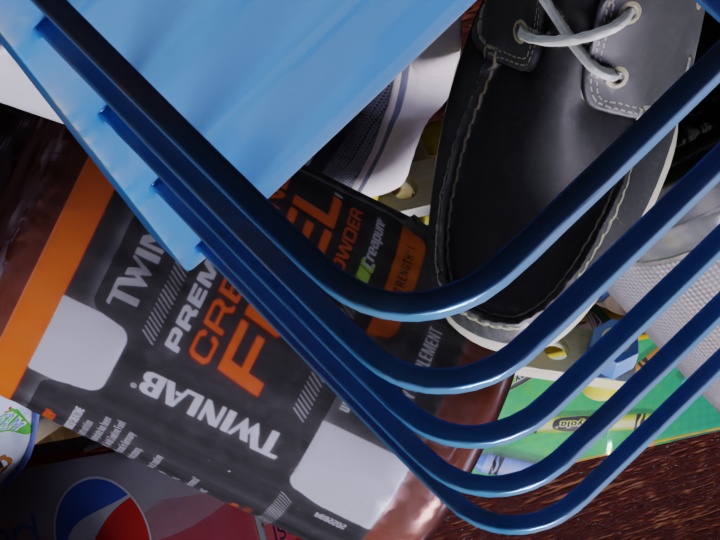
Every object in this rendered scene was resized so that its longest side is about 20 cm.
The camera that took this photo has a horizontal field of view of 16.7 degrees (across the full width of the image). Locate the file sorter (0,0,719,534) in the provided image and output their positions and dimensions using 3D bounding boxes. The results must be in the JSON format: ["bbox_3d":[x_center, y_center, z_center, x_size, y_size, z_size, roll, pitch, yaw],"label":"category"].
[{"bbox_3d":[0.025,-0.042,0.477,0.139,0.123,0.200,-43,163,-5],"label":"file sorter"}]

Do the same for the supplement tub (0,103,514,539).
[{"bbox_3d":[-0.056,0.007,0.756,0.199,0.107,0.107,25,152,-8],"label":"supplement tub"}]

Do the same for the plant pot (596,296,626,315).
[{"bbox_3d":[0.146,-0.036,1.023,0.200,0.093,0.201,-17,164,-5],"label":"plant pot"}]

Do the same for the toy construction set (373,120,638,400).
[{"bbox_3d":[0.000,0.000,0.910,0.199,0.131,0.092,-6,148,-28],"label":"toy construction set"}]

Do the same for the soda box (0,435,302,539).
[{"bbox_3d":[-0.100,0.097,0.932,0.199,0.064,0.070,-13,-176,34],"label":"soda box"}]

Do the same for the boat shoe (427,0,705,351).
[{"bbox_3d":[0.062,-0.075,0.689,0.072,0.201,0.068,21,-179,18],"label":"boat shoe"}]

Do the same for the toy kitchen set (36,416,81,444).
[{"bbox_3d":[-0.166,0.118,1.042,0.163,0.201,0.180,30,137,-28],"label":"toy kitchen set"}]

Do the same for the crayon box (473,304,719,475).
[{"bbox_3d":[0.062,0.036,1.096,0.199,0.119,0.058,-11,117,-17],"label":"crayon box"}]

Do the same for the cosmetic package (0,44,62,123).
[{"bbox_3d":[-0.011,-0.112,0.636,0.200,0.081,0.113,-28,159,25],"label":"cosmetic package"}]

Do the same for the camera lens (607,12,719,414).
[{"bbox_3d":[0.166,-0.023,0.855,0.160,0.160,0.200,-28,121,29],"label":"camera lens"}]

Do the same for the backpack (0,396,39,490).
[{"bbox_3d":[-0.206,0.049,0.843,0.190,0.154,0.200,-23,163,-13],"label":"backpack"}]

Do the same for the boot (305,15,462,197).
[{"bbox_3d":[-0.025,-0.068,0.777,0.090,0.073,0.200,-10,158,-11],"label":"boot"}]
